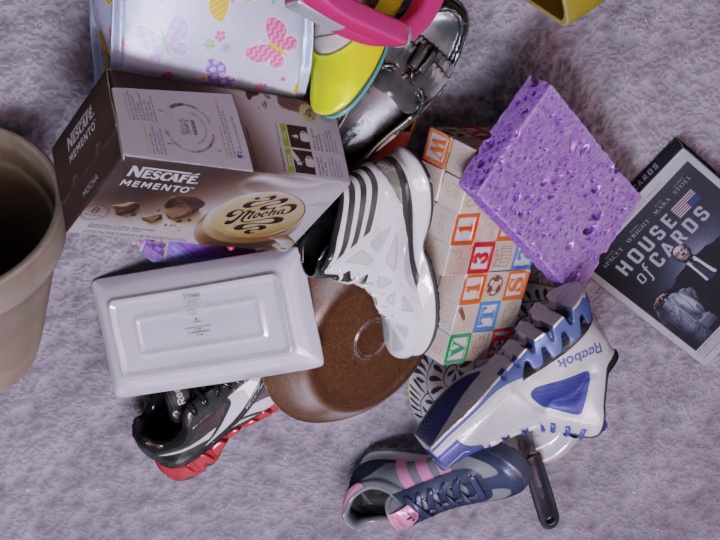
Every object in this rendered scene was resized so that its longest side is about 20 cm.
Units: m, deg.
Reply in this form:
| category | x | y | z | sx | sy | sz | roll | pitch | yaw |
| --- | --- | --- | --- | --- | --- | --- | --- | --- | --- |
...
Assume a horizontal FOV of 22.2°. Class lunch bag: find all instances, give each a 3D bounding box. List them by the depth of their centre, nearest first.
| category | x | y | z | sx | sy | sz | roll | pitch | yaw |
| --- | --- | --- | --- | --- | --- | --- | --- | --- | --- |
| lunch bag | -0.127 | -0.211 | 1.436 | 0.168 | 0.127 | 0.202 | -5 | 111 | -15 |

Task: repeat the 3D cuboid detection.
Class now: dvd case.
| category | x | y | z | sx | sy | sz | roll | pitch | yaw |
| --- | --- | --- | --- | --- | --- | --- | --- | --- | --- |
| dvd case | 0.311 | -0.013 | 1.727 | 0.200 | 0.025 | 0.150 | 35 | 106 | -30 |

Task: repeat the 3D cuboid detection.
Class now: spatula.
| category | x | y | z | sx | sy | sz | roll | pitch | yaw |
| --- | --- | --- | --- | --- | --- | --- | --- | --- | --- |
| spatula | 0.155 | 0.160 | 1.677 | 0.056 | 0.021 | 0.201 | -21 | 123 | -5 |

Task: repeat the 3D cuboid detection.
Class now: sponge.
| category | x | y | z | sx | sy | sz | roll | pitch | yaw |
| --- | --- | --- | --- | --- | --- | --- | --- | --- | --- |
| sponge | 0.166 | -0.069 | 1.577 | 0.112 | 0.030 | 0.200 | -55 | 139 | -6 |

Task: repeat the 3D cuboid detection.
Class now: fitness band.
| category | x | y | z | sx | sy | sz | roll | pitch | yaw |
| --- | --- | --- | --- | --- | --- | --- | --- | --- | --- |
| fitness band | 0.000 | -0.250 | 1.382 | 0.199 | 0.037 | 0.145 | 19 | 75 | -46 |

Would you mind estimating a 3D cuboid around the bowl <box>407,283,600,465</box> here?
| category | x | y | z | sx | sy | sz | roll | pitch | yaw |
| --- | --- | --- | --- | --- | --- | --- | --- | --- | --- |
| bowl | 0.151 | 0.121 | 1.722 | 0.199 | 0.094 | 0.202 | -7 | 120 | -11 |

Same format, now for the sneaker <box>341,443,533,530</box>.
| category | x | y | z | sx | sy | sz | roll | pitch | yaw |
| --- | --- | --- | --- | --- | --- | --- | --- | --- | --- |
| sneaker | 0.068 | 0.208 | 1.697 | 0.199 | 0.082 | 0.070 | -13 | 122 | 41 |

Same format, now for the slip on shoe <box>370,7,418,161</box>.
| category | x | y | z | sx | sy | sz | roll | pitch | yaw |
| --- | --- | --- | --- | --- | --- | --- | --- | --- | --- |
| slip on shoe | 0.014 | -0.122 | 1.562 | 0.073 | 0.061 | 0.201 | 7 | 119 | -21 |

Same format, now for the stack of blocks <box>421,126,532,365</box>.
| category | x | y | z | sx | sy | sz | roll | pitch | yaw |
| --- | --- | --- | --- | --- | --- | --- | --- | --- | --- |
| stack of blocks | 0.096 | -0.022 | 1.603 | 0.115 | 0.058 | 0.202 | -5 | 116 | -43 |

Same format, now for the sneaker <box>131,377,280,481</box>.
| category | x | y | z | sx | sy | sz | roll | pitch | yaw |
| --- | --- | --- | --- | --- | --- | --- | --- | --- | --- |
| sneaker | -0.126 | 0.106 | 1.641 | 0.200 | 0.071 | 0.098 | -41 | 144 | 11 |

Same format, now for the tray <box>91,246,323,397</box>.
| category | x | y | z | sx | sy | sz | roll | pitch | yaw |
| --- | --- | --- | --- | --- | --- | --- | --- | --- | --- |
| tray | -0.136 | 0.047 | 1.578 | 0.198 | 0.022 | 0.108 | -9 | 96 | 17 |

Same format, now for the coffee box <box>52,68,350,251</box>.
| category | x | y | z | sx | sy | sz | roll | pitch | yaw |
| --- | --- | --- | --- | --- | --- | --- | --- | --- | --- |
| coffee box | -0.124 | -0.082 | 1.425 | 0.199 | 0.080 | 0.113 | 6 | 148 | -33 |

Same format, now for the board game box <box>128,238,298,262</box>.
| category | x | y | z | sx | sy | sz | roll | pitch | yaw |
| --- | --- | --- | --- | --- | --- | --- | --- | --- | --- |
| board game box | -0.116 | -0.069 | 1.551 | 0.198 | 0.039 | 0.159 | -2 | 120 | -3 |

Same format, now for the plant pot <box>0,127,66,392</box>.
| category | x | y | z | sx | sy | sz | roll | pitch | yaw |
| --- | --- | --- | --- | --- | --- | --- | --- | --- | --- |
| plant pot | -0.328 | 0.008 | 1.487 | 0.198 | 0.201 | 0.174 | -11 | 138 | -8 |

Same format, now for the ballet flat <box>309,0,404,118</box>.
| category | x | y | z | sx | sy | sz | roll | pitch | yaw |
| --- | --- | --- | --- | --- | --- | --- | --- | --- | --- |
| ballet flat | 0.000 | -0.214 | 1.453 | 0.067 | 0.066 | 0.201 | 50 | 57 | -35 |

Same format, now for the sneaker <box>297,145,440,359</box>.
| category | x | y | z | sx | sy | sz | roll | pitch | yaw |
| --- | --- | --- | --- | --- | --- | --- | --- | --- | --- |
| sneaker | 0.000 | 0.000 | 1.526 | 0.115 | 0.076 | 0.202 | -21 | 127 | -23 |

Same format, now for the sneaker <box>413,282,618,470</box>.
| category | x | y | z | sx | sy | sz | roll | pitch | yaw |
| --- | --- | --- | --- | --- | --- | --- | --- | --- | --- |
| sneaker | 0.153 | 0.118 | 1.601 | 0.199 | 0.081 | 0.115 | -43 | 106 | 0 |

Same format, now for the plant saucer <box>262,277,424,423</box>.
| category | x | y | z | sx | sy | sz | roll | pitch | yaw |
| --- | --- | --- | --- | --- | --- | --- | --- | --- | --- |
| plant saucer | 0.001 | 0.054 | 1.631 | 0.199 | 0.037 | 0.202 | -21 | 126 | -31 |

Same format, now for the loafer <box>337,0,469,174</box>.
| category | x | y | z | sx | sy | sz | roll | pitch | yaw |
| --- | --- | --- | --- | --- | --- | --- | --- | --- | --- |
| loafer | 0.020 | -0.134 | 1.488 | 0.072 | 0.063 | 0.200 | 35 | 111 | -17 |

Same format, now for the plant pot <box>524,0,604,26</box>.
| category | x | y | z | sx | sy | sz | roll | pitch | yaw |
| --- | --- | --- | --- | --- | --- | --- | --- | --- | --- |
| plant pot | 0.169 | -0.337 | 1.409 | 0.175 | 0.200 | 0.201 | -24 | 124 | -13 |
